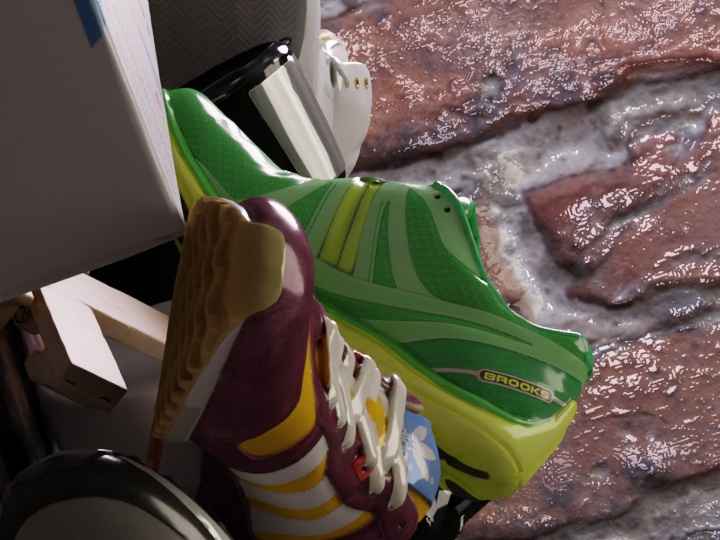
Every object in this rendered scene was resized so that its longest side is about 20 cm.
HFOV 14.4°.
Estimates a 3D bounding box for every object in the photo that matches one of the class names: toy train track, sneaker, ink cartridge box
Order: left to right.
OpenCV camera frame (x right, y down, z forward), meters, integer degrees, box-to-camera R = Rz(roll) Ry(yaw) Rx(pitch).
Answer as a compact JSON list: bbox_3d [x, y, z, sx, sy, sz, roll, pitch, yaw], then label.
[{"bbox_3d":[-0.120,-0.098,0.864,0.200,0.085,0.145,-109,180,-64],"label":"ink cartridge box"},{"bbox_3d":[-0.121,-0.011,0.950,0.115,0.033,0.200,29,20,-35],"label":"toy train track"},{"bbox_3d":[-0.052,0.146,0.800,0.079,0.074,0.201,-64,137,-84],"label":"sneaker"},{"bbox_3d":[-0.041,-0.095,1.218,0.116,0.074,0.200,-57,155,-55],"label":"sneaker"},{"bbox_3d":[-0.016,0.040,0.846,0.200,0.090,0.075,109,-10,-65],"label":"sneaker"},{"bbox_3d":[0.000,0.000,1.012,0.200,0.084,0.074,41,-21,20],"label":"sneaker"}]

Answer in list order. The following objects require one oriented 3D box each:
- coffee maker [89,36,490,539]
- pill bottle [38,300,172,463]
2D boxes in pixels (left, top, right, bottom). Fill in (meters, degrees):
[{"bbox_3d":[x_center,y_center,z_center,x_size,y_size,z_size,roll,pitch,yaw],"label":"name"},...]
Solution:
[{"bbox_3d":[-0.051,0.037,1.114,0.200,0.192,0.135,54,-37,-9],"label":"coffee maker"},{"bbox_3d":[-0.044,0.115,1.003,0.111,0.111,0.200,-111,-177,-70],"label":"pill bottle"}]
